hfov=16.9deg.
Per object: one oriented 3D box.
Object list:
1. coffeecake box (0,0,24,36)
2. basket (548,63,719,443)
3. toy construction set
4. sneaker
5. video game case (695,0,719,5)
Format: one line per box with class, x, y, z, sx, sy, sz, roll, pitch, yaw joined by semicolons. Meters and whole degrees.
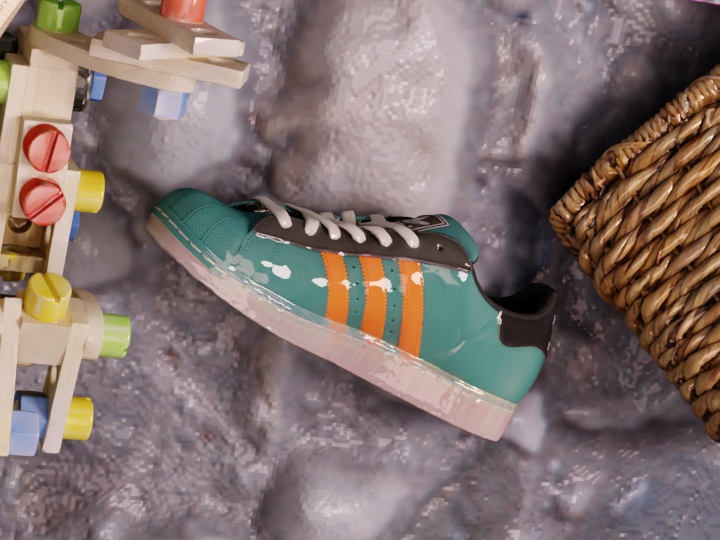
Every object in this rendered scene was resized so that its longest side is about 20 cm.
coffeecake box;-0.196;-0.193;0.934;0.199;0.073;0.154;33;98;-23
basket;0.215;-0.021;1.103;0.200;0.149;0.143;-42;156;11
toy construction set;-0.122;-0.032;0.979;0.092;0.131;0.201;21;101;-22
sneaker;0.000;0.000;1.064;0.199;0.071;0.080;28;95;-28
video game case;0.212;-0.201;1.071;0.199;0.036;0.182;7;106;-18
